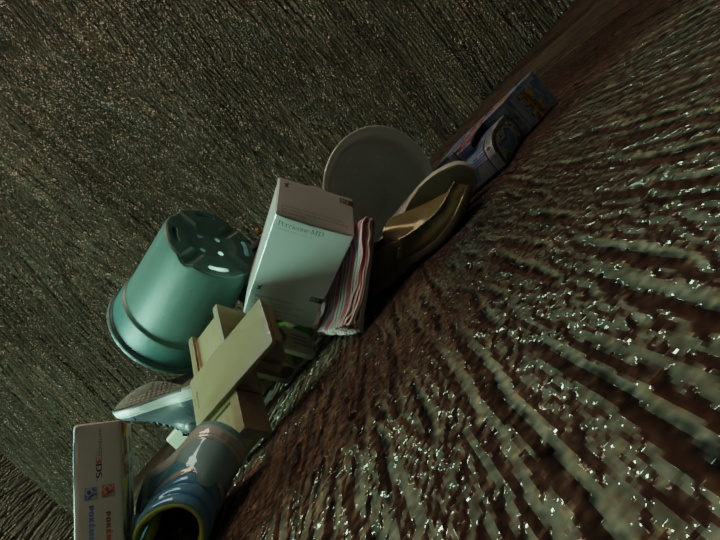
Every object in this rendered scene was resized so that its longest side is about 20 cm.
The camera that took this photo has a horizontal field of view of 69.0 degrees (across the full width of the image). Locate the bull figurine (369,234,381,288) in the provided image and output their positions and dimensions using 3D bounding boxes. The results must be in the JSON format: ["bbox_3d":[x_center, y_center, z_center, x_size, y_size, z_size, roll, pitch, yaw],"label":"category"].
[{"bbox_3d":[0.000,0.000,0.900,0.121,0.065,0.200,-46,3,40],"label":"bull figurine"}]

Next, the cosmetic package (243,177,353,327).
[{"bbox_3d":[-0.091,-0.019,0.743,0.082,0.110,0.202,-92,20,-43],"label":"cosmetic package"}]

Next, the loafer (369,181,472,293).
[{"bbox_3d":[0.065,-0.048,0.694,0.200,0.067,0.076,-46,6,29],"label":"loafer"}]

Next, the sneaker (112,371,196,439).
[{"bbox_3d":[-0.286,0.245,0.829,0.198,0.149,0.077,-15,20,21],"label":"sneaker"}]

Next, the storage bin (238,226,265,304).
[{"bbox_3d":[-0.130,-0.009,0.924,0.198,0.146,0.135,-32,24,30],"label":"storage bin"}]

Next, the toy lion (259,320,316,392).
[{"bbox_3d":[-0.206,0.139,0.955,0.189,0.070,0.200,5,36,41],"label":"toy lion"}]

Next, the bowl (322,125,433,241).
[{"bbox_3d":[0.020,-0.126,0.866,0.202,0.201,0.090,-47,15,-15],"label":"bowl"}]

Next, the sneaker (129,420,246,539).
[{"bbox_3d":[-0.197,0.253,0.521,0.201,0.079,0.131,-54,9,26],"label":"sneaker"}]

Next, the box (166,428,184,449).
[{"bbox_3d":[-0.271,0.267,1.014,0.200,0.078,0.095,-46,6,12],"label":"box"}]

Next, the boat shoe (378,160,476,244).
[{"bbox_3d":[0.089,-0.089,0.755,0.201,0.069,0.072,-47,18,35],"label":"boat shoe"}]

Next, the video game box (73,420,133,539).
[{"bbox_3d":[-0.257,0.252,0.534,0.046,0.187,0.200,-4,-14,-23],"label":"video game box"}]

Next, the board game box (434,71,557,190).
[{"bbox_3d":[0.193,-0.194,0.797,0.200,0.062,0.201,-43,6,45],"label":"board game box"}]

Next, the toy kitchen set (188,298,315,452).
[{"bbox_3d":[-0.108,0.136,0.711,0.164,0.179,0.202,-47,44,20],"label":"toy kitchen set"}]

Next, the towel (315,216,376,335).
[{"bbox_3d":[-0.029,0.016,0.743,0.200,0.029,0.150,156,124,-70],"label":"towel"}]

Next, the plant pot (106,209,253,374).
[{"bbox_3d":[-0.278,0.024,0.846,0.197,0.199,0.201,-52,1,29],"label":"plant pot"}]
